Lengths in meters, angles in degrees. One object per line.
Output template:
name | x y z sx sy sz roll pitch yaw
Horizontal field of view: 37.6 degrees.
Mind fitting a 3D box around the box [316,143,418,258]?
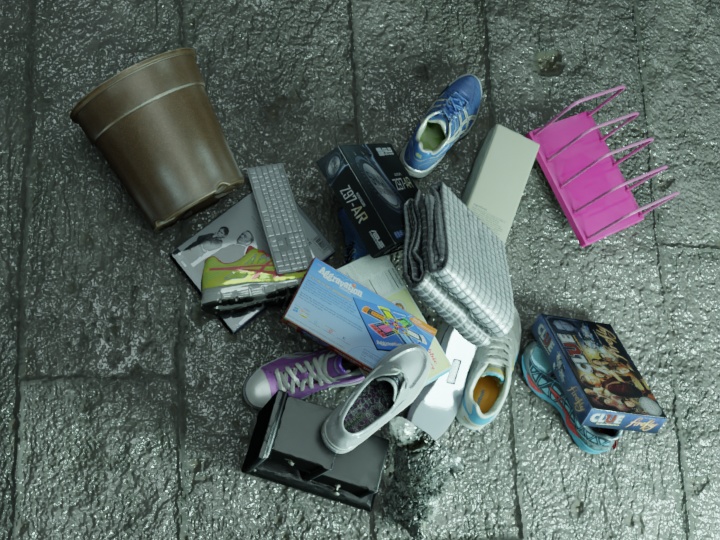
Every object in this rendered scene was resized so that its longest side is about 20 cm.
box | 0.031 -0.106 1.547 0.043 0.200 0.161 -33 83 24

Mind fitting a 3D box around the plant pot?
plant pot | -0.273 -0.177 1.498 0.199 0.200 0.199 -30 92 -17

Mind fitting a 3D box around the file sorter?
file sorter | 0.383 -0.168 1.651 0.138 0.125 0.201 -21 81 -31

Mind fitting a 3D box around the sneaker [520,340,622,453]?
sneaker | 0.324 0.180 1.582 0.079 0.096 0.200 -39 87 -19

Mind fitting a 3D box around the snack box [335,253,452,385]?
snack box | 0.031 0.079 1.481 0.116 0.037 0.201 -24 79 -31

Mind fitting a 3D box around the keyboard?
keyboard | -0.117 -0.078 1.534 0.056 0.011 0.201 -7 54 -18

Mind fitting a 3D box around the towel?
towel | 0.131 -0.008 1.483 0.165 0.085 0.201 41 29 -30

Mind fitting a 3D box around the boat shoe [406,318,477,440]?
boat shoe | 0.110 0.157 1.556 0.070 0.070 0.202 15 98 -27

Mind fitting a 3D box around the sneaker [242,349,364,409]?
sneaker | -0.068 0.141 1.497 0.199 0.114 0.073 -17 82 -14

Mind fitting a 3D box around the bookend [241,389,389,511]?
bookend | -0.046 0.248 1.430 0.198 0.199 0.093 19 71 -8

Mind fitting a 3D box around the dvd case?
dvd case | -0.158 -0.025 1.564 0.200 0.025 0.151 -39 87 -19

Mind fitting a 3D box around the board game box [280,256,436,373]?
board game box | 0.000 0.075 1.436 0.199 0.019 0.103 31 62 -7

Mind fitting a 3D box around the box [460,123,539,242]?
box | 0.203 -0.118 1.644 0.082 0.068 0.201 25 72 -7

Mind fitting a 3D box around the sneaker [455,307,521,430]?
sneaker | 0.200 0.137 1.574 0.076 0.081 0.202 18 72 -6

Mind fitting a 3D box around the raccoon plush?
raccoon plush | 0.055 0.285 1.462 0.200 0.096 0.135 39 76 -43

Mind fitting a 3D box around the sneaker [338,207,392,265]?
sneaker | 0.000 0.000 1.565 0.088 0.079 0.202 -14 80 -18

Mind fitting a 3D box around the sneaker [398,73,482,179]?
sneaker | 0.136 -0.230 1.652 0.075 0.077 0.201 33 70 -1

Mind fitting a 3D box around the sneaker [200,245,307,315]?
sneaker | -0.134 0.003 1.513 0.198 0.078 0.091 -6 67 -18

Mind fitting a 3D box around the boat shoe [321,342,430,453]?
boat shoe | 0.029 0.155 1.362 0.199 0.069 0.072 -33 84 -34

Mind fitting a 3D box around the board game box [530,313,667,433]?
board game box | 0.346 0.149 1.552 0.134 0.035 0.201 9 36 -24
